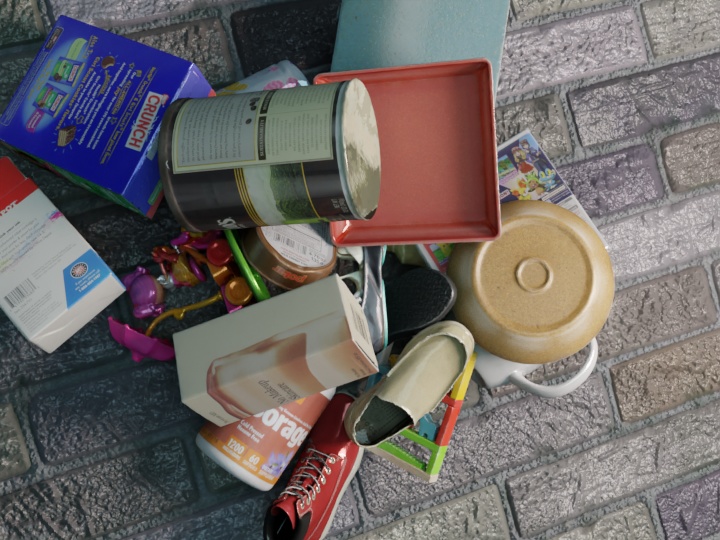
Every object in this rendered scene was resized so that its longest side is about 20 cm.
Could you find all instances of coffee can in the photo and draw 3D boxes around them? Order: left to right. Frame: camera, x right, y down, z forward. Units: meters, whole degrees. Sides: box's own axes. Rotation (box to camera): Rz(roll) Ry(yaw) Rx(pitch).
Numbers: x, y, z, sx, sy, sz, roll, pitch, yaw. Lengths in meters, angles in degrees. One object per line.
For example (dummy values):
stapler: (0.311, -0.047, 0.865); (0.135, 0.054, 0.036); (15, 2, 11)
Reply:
coffee can: (-0.091, -0.119, 0.861); (0.199, 0.146, 0.147); (-3, 89, 16)

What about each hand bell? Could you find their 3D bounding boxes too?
hand bell: (0.020, -0.035, 1.057); (0.199, 0.104, 0.105); (-2, 88, -3)

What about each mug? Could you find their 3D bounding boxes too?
mug: (0.212, 0.077, 1.042); (0.175, 0.148, 0.200); (-42, 56, -8)

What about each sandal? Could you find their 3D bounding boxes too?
sandal: (0.048, 0.057, 1.015); (0.048, 0.200, 0.076); (11, 56, -43)

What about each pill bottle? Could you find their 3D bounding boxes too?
pill bottle: (-0.102, 0.157, 0.992); (0.112, 0.112, 0.200); (36, 80, -11)

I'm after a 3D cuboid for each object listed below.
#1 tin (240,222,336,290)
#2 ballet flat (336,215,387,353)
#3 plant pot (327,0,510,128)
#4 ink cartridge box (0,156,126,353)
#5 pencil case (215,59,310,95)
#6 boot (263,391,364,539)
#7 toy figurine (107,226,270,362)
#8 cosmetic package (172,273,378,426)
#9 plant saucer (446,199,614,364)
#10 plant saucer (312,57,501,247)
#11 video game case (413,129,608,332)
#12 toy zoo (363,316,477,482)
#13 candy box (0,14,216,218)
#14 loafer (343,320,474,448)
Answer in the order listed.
tin: (-0.080, -0.053, 0.975); (0.112, 0.200, 0.042); (29, 123, -20)
ballet flat: (0.000, 0.000, 0.983); (0.073, 0.073, 0.201); (4, 82, -14)
plant pot: (0.061, -0.250, 1.017); (0.199, 0.196, 0.197); (8, 86, -1)
ink cartridge box: (-0.381, -0.020, 0.930); (0.116, 0.067, 0.200); (-41, 77, -12)
pencil case: (-0.152, -0.185, 1.008); (0.199, 0.083, 0.091); (-28, 133, -15)
boot: (-0.055, 0.243, 0.981); (0.072, 0.144, 0.201); (16, 82, 17)
toy figurine: (-0.218, 0.023, 0.971); (0.183, 0.150, 0.201); (-27, 72, -4)
cosmetic package: (-0.093, 0.092, 0.897); (0.199, 0.103, 0.088); (-21, 60, 10)
plant saucer: (0.201, 0.008, 0.953); (0.199, 0.035, 0.201); (-1, 78, 4)
plant saucer: (0.056, -0.131, 0.917); (0.199, 0.037, 0.201); (-2, 107, 16)
video game case: (0.171, -0.050, 0.997); (0.199, 0.023, 0.183); (-31, 78, -3)
toy zoo: (0.069, 0.146, 1.022); (0.020, 0.131, 0.201); (11, 98, -55)
candy box: (-0.292, -0.179, 0.930); (0.199, 0.077, 0.170); (24, 81, 20)
loafer: (0.059, 0.144, 0.954); (0.076, 0.068, 0.200); (39, 105, -11)
